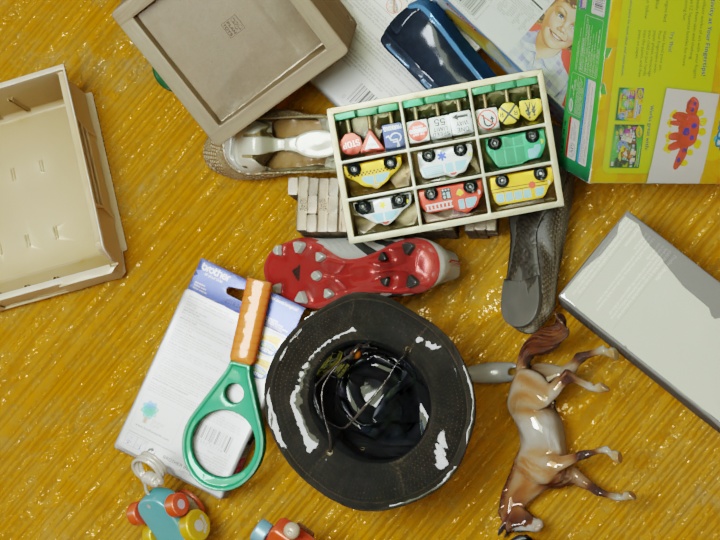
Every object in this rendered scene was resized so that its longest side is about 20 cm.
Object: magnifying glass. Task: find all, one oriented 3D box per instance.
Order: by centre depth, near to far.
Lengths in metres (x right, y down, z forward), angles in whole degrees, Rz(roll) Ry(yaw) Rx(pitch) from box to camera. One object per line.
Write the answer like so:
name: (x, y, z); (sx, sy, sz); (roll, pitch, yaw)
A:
magnifying glass: (-0.116, 0.107, 1.517); (0.079, 0.022, 0.201); (13, 88, 10)

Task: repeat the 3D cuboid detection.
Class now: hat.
hat: (0.017, 0.123, 1.464); (0.199, 0.081, 0.202); (-4, 77, 18)

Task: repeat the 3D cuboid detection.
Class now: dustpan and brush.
dustpan and brush: (0.053, 0.101, 1.527); (0.199, 0.057, 0.140); (-4, 86, 15)

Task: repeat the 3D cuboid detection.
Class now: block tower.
block tower: (0.033, -0.059, 1.543); (0.199, 0.054, 0.058); (1, 82, 10)

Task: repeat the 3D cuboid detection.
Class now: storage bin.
storage bin: (-0.348, -0.070, 1.584); (0.199, 0.094, 0.200); (-15, 80, 6)

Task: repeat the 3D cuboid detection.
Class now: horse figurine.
horse figurine: (0.179, 0.140, 1.486); (0.132, 0.050, 0.201); (-9, 88, 36)

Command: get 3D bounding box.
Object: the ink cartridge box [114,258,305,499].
ink cartridge box: (-0.140, 0.103, 1.552); (0.119, 0.042, 0.201); (25, 93, 11)

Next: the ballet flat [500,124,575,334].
ballet flat: (0.172, -0.038, 1.528); (0.067, 0.046, 0.201); (-2, 75, 40)

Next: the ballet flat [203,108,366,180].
ballet flat: (-0.071, -0.122, 1.540); (0.199, 0.065, 0.071); (-4, 91, 23)

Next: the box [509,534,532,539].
box: (0.101, 0.366, 1.443); (0.198, 0.123, 0.201); (-24, 78, 4)

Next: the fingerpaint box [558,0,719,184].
fingerpaint box: (0.274, -0.182, 1.447); (0.166, 0.073, 0.201); (-1, 107, -18)

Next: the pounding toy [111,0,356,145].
pounding toy: (-0.137, -0.239, 1.518); (0.200, 0.142, 0.184); (-34, 106, 18)

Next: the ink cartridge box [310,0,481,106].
ink cartridge box: (0.017, -0.242, 1.574); (0.200, 0.045, 0.176); (45, 92, 11)

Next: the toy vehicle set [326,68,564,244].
toy vehicle set: (0.077, -0.103, 1.463); (0.199, 0.027, 0.125); (-10, 95, 8)

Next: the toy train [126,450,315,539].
toy train: (-0.122, 0.237, 1.503); (0.199, 0.056, 0.151); (30, 132, 13)

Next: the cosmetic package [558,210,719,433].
cosmetic package: (0.287, 0.049, 1.476); (0.200, 0.090, 0.107); (41, 90, 9)

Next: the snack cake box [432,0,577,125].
snack cake box: (0.179, -0.227, 1.505); (0.200, 0.067, 0.115); (42, 88, -9)

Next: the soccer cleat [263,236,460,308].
soccer cleat: (0.000, 0.000, 1.537); (0.199, 0.085, 0.069); (-5, 86, 33)

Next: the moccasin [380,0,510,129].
moccasin: (0.096, -0.159, 1.510); (0.068, 0.080, 0.200); (-36, 90, 20)
